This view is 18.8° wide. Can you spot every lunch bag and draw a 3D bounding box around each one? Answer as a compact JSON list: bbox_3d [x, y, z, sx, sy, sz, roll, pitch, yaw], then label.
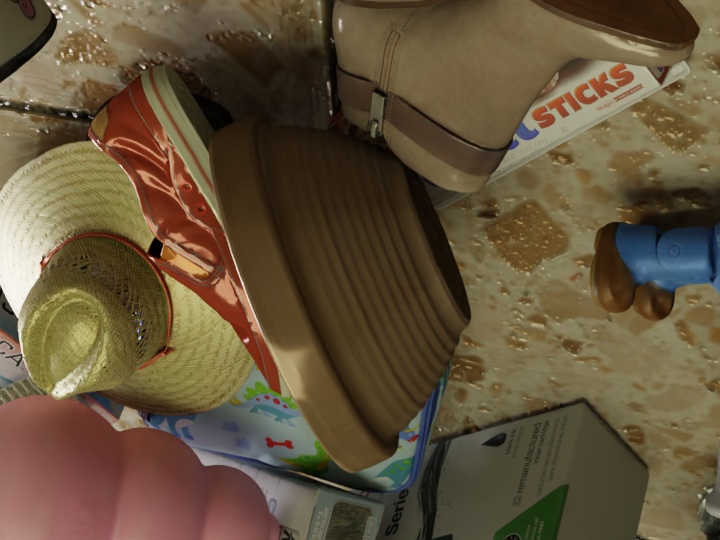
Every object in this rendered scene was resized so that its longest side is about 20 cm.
[{"bbox_3d":[-0.044,0.054,1.367,0.198,0.083,0.161,17,139,2],"label":"lunch bag"}]

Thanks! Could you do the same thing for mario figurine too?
[{"bbox_3d":[0.226,0.010,1.172,0.199,0.124,0.107,-7,116,35],"label":"mario figurine"}]

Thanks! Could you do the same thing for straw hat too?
[{"bbox_3d":[-0.157,0.028,1.271,0.199,0.085,0.202,15,129,19],"label":"straw hat"}]

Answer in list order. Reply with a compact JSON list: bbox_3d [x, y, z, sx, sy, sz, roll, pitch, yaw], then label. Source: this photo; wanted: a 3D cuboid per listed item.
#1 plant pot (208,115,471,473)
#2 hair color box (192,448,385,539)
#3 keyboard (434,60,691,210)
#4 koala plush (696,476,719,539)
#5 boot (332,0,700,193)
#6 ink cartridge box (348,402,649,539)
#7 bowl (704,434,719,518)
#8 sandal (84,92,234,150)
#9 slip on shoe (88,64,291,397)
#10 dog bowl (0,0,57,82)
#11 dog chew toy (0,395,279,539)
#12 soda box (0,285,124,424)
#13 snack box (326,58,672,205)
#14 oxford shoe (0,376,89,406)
[{"bbox_3d":[0.000,0.000,1.176,0.092,0.202,0.201,-22,130,9],"label":"plant pot"},{"bbox_3d":[-0.076,0.176,1.438,0.060,0.100,0.199,17,177,-37],"label":"hair color box"},{"bbox_3d":[0.091,-0.089,1.197,0.056,0.011,0.199,39,137,-23],"label":"keyboard"},{"bbox_3d":[0.265,0.233,1.390,0.182,0.178,0.201,-15,131,20],"label":"koala plush"},{"bbox_3d":[0.070,-0.103,1.105,0.199,0.070,0.147,35,131,28],"label":"boot"},{"bbox_3d":[0.074,0.185,1.417,0.199,0.147,0.083,-20,128,37],"label":"ink cartridge box"},{"bbox_3d":[0.286,0.078,1.213,0.200,0.201,0.091,-7,93,29],"label":"bowl"},{"bbox_3d":[-0.131,-0.071,1.290,0.075,0.045,0.200,37,150,-14],"label":"sandal"},{"bbox_3d":[-0.085,-0.015,1.201,0.061,0.074,0.201,-26,109,7],"label":"slip on shoe"},{"bbox_3d":[-0.267,-0.123,1.168,0.199,0.200,0.074,-10,115,32],"label":"dog bowl"},{"bbox_3d":[-0.147,0.148,1.329,0.198,0.125,0.125,12,144,-16],"label":"dog chew toy"},{"bbox_3d":[-0.240,0.030,1.432,0.200,0.064,0.068,41,137,-23],"label":"soda box"},{"bbox_3d":[0.071,-0.093,1.177,0.199,0.024,0.072,-27,110,43],"label":"snack box"},{"bbox_3d":[-0.252,0.119,1.436,0.199,0.076,0.058,-18,127,33],"label":"oxford shoe"}]
